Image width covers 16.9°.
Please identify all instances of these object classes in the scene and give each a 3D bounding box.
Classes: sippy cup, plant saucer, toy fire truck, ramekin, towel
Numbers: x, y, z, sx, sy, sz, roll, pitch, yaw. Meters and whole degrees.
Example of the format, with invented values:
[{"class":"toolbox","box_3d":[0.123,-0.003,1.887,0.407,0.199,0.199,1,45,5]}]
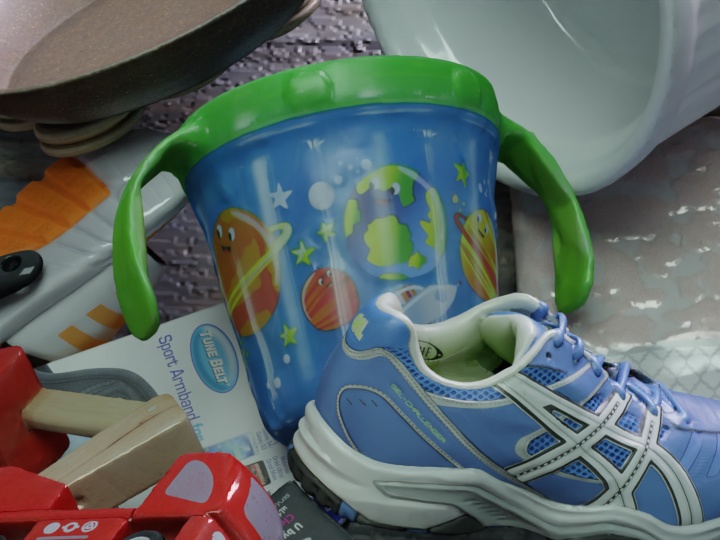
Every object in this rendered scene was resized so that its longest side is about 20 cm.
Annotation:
[{"class":"sippy cup","box_3d":[0.000,0.000,0.969,0.176,0.140,0.131,-14,74,12]},{"class":"plant saucer","box_3d":[-0.094,-0.118,1.071,0.199,0.037,0.201,-20,27,10]},{"class":"toy fire truck","box_3d":[-0.102,0.082,0.875,0.199,0.049,0.141,-6,30,31]},{"class":"ramekin","box_3d":[0.091,-0.141,1.022,0.097,0.202,0.200,-25,51,-33]},{"class":"towel","box_3d":[0.163,0.008,1.028,0.198,0.032,0.192,-3,52,5]}]

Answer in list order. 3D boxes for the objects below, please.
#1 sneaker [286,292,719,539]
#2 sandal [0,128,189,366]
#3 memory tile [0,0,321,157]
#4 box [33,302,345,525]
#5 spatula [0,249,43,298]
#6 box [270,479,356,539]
[{"class":"sneaker","box_3d":[0.075,0.055,0.893,0.198,0.078,0.076,5,25,-26]},{"class":"sandal","box_3d":[-0.146,0.018,1.054,0.206,0.059,0.079,-38,37,5]},{"class":"memory tile","box_3d":[-0.085,-0.116,1.123,0.199,0.017,0.153,-33,29,-20]},{"class":"box","box_3d":[-0.103,0.089,0.999,0.198,0.042,0.120,-21,53,-5]},{"class":"spatula","box_3d":[-0.219,0.033,1.036,0.199,0.021,0.057,-25,41,20]},{"class":"box","box_3d":[0.007,0.193,0.850,0.106,0.123,0.200,-37,56,-20]}]
